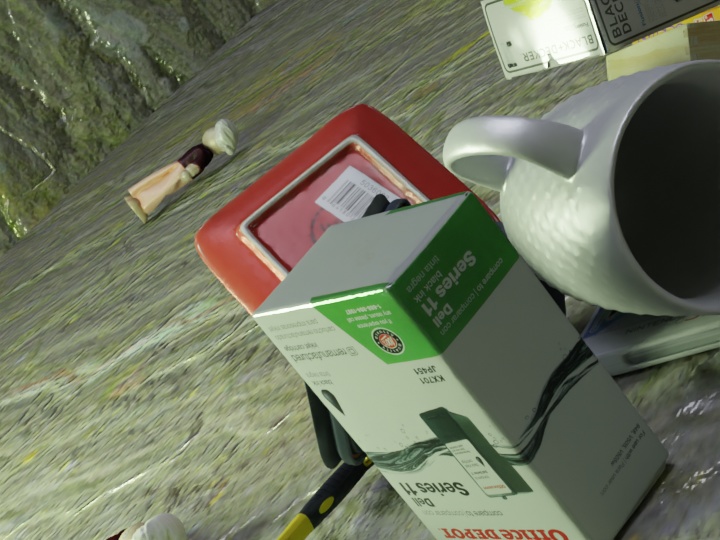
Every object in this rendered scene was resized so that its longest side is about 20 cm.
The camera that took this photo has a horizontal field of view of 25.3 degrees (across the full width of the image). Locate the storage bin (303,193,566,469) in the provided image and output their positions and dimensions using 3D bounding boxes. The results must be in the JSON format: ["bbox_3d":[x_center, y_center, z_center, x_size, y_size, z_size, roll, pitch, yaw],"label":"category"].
[{"bbox_3d":[0.060,0.049,1.095,0.134,0.146,0.200,2,31,21],"label":"storage bin"}]

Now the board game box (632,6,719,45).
[{"bbox_3d":[0.298,-0.194,1.263,0.095,0.030,0.199,-11,-2,44],"label":"board game box"}]

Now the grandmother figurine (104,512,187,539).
[{"bbox_3d":[-0.208,0.235,1.235,0.200,0.061,0.122,-29,26,35],"label":"grandmother figurine"}]

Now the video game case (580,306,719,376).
[{"bbox_3d":[0.241,-0.012,1.050,0.182,0.022,0.200,-21,22,43],"label":"video game case"}]

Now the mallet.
[{"bbox_3d":[-0.046,0.165,1.074,0.041,0.066,0.200,-21,22,40],"label":"mallet"}]

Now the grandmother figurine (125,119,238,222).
[{"bbox_3d":[-0.267,-0.155,2.438,0.200,0.061,0.121,-41,23,-4],"label":"grandmother figurine"}]

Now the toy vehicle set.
[{"bbox_3d":[0.275,-0.144,1.038,0.199,0.027,0.124,-7,0,-13],"label":"toy vehicle set"}]

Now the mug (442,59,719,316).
[{"bbox_3d":[0.145,-0.053,0.985,0.175,0.199,0.149,-2,73,66],"label":"mug"}]

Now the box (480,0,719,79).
[{"bbox_3d":[0.198,-0.201,1.132,0.199,0.060,0.116,-26,10,-29],"label":"box"}]

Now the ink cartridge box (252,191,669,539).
[{"bbox_3d":[0.056,0.065,0.902,0.083,0.200,0.146,-49,19,-29],"label":"ink cartridge box"}]

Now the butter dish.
[{"bbox_3d":[0.000,0.000,1.328,0.199,0.148,0.200,-40,58,-11],"label":"butter dish"}]
